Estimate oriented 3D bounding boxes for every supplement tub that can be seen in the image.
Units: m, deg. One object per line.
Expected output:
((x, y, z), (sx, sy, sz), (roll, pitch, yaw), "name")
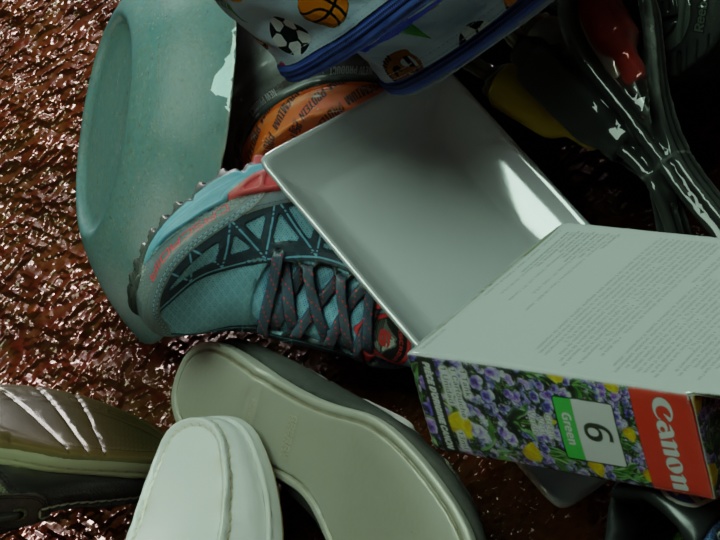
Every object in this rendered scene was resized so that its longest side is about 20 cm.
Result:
((-0.017, -0.108, 1.286), (0.122, 0.123, 0.200), (-24, 44, 14), "supplement tub")

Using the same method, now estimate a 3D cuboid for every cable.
((0.126, -0.057, 1.138), (0.200, 0.050, 0.097), (49, 117, 20), "cable")

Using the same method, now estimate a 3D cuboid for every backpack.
((0.014, -0.161, 1.125), (0.200, 0.154, 0.191), (-40, 8, 34), "backpack")

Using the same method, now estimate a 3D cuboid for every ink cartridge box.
((0.129, 0.035, 1.014), (0.200, 0.050, 0.109), (8, 34, 41), "ink cartridge box")

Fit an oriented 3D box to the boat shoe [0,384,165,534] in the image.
((-0.178, 0.090, 1.200), (0.073, 0.200, 0.065), (44, 122, 57), "boat shoe")

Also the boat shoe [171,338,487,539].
((-0.002, 0.083, 1.157), (0.200, 0.057, 0.067), (33, 109, 42), "boat shoe")

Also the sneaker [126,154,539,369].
((0.000, 0.000, 1.170), (0.200, 0.079, 0.096), (-13, 48, -14), "sneaker")

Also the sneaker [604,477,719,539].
((0.147, 0.098, 1.021), (0.079, 0.089, 0.200), (24, 67, 43), "sneaker")

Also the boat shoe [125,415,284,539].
((-0.083, 0.146, 1.114), (0.071, 0.069, 0.200), (-16, 57, 38), "boat shoe")

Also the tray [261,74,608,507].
((0.055, 0.006, 1.133), (0.107, 0.022, 0.200), (-30, 69, -29), "tray")

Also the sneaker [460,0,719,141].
((0.121, -0.099, 1.228), (0.200, 0.091, 0.076), (-5, 86, 54), "sneaker")

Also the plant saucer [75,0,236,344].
((-0.104, -0.067, 1.272), (0.201, 0.039, 0.201), (-171, 90, -73), "plant saucer")
